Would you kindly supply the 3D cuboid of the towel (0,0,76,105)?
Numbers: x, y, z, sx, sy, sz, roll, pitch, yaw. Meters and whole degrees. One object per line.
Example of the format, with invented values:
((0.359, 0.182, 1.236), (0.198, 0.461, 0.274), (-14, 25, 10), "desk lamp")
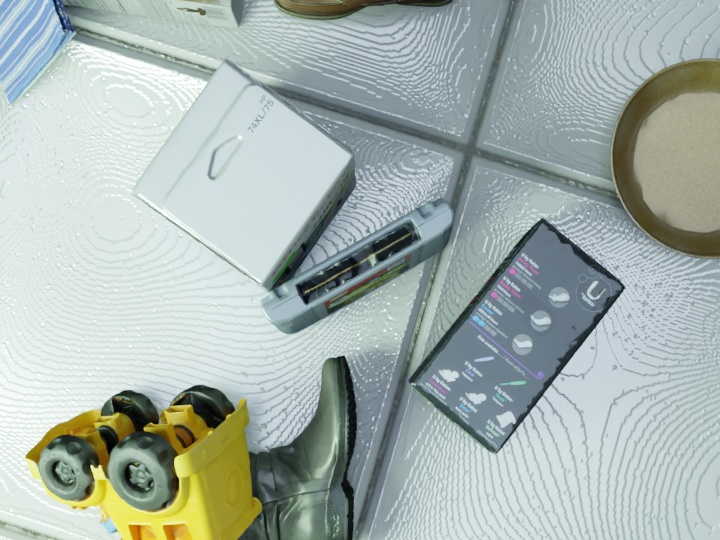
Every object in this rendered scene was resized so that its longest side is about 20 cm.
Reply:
((-0.360, -0.286, 1.149), (0.024, 0.144, 0.202), (-20, 82, -46), "towel")

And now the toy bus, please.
((-0.195, 0.221, 1.106), (0.198, 0.136, 0.194), (-5, 108, 25), "toy bus")

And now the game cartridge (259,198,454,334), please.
((0.000, 0.000, 1.118), (0.199, 0.133, 0.041), (-30, 86, -2), "game cartridge")

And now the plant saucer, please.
((0.348, -0.111, 1.173), (0.198, 0.035, 0.203), (0, 87, 0), "plant saucer")

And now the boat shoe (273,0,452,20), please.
((0.005, -0.301, 1.171), (0.197, 0.068, 0.073), (-7, 88, 1), "boat shoe")

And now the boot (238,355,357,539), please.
((-0.071, 0.183, 1.143), (0.129, 0.068, 0.203), (2, 85, 6), "boot")

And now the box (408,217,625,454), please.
((0.147, 0.064, 1.118), (0.106, 0.122, 0.201), (38, 87, 3), "box")

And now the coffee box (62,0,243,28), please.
((-0.215, -0.322, 1.168), (0.197, 0.080, 0.116), (8, 86, 1), "coffee box")

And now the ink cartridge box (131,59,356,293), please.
((-0.101, -0.078, 1.091), (0.145, 0.200, 0.147), (36, 87, 3), "ink cartridge box")
